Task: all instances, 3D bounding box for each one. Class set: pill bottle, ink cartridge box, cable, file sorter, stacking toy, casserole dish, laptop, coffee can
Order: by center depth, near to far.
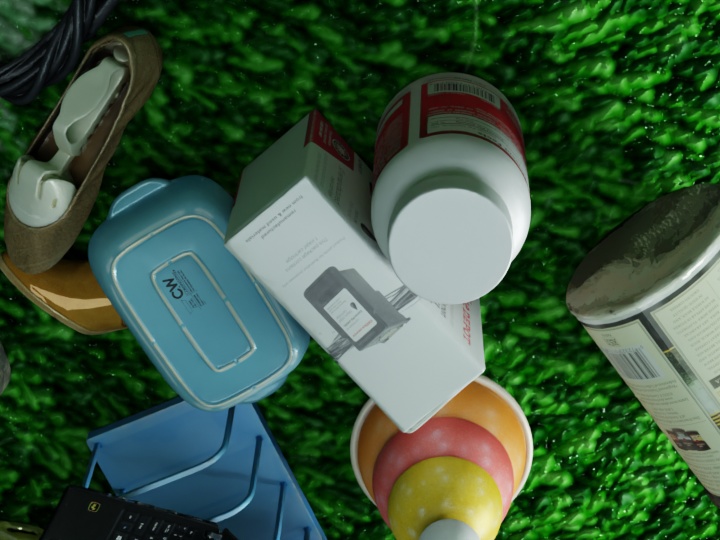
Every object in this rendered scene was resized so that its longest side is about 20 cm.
[{"bbox_3d":[0.063,-0.057,1.426,0.111,0.200,0.113,1,115,2],"label":"pill bottle"},{"bbox_3d":[-0.258,-0.213,1.449,0.163,0.051,0.200,36,111,-13],"label":"cable"},{"bbox_3d":[0.000,0.000,1.484,0.083,0.145,0.200,-38,108,16],"label":"ink cartridge box"},{"bbox_3d":[-0.117,0.024,1.496,0.121,0.039,0.201,-30,113,5],"label":"casserole dish"},{"bbox_3d":[-0.156,0.278,1.500,0.199,0.103,0.178,19,114,-26],"label":"laptop"},{"bbox_3d":[0.267,0.058,1.500,0.146,0.147,0.200,-33,109,16],"label":"coffee can"},{"bbox_3d":[0.061,0.176,1.531,0.145,0.200,0.147,1,115,2],"label":"stacking toy"},{"bbox_3d":[-0.118,0.213,1.597,0.138,0.123,0.201,-22,111,11],"label":"file sorter"}]

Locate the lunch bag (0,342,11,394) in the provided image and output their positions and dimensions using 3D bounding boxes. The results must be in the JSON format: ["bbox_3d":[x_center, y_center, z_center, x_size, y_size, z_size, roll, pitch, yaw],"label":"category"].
[{"bbox_3d":[-0.365,0.058,1.511,0.138,0.168,0.201,-15,113,9],"label":"lunch bag"}]

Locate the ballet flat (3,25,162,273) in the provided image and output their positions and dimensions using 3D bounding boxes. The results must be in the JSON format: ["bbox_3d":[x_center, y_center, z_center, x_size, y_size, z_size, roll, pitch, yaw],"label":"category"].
[{"bbox_3d":[-0.210,-0.090,1.463,0.068,0.072,0.201,34,96,12],"label":"ballet flat"}]

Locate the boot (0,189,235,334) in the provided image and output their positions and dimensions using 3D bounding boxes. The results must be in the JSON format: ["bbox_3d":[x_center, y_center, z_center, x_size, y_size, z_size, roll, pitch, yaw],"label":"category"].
[{"bbox_3d":[-0.158,-0.012,1.534,0.200,0.071,0.145,29,106,-14],"label":"boot"}]

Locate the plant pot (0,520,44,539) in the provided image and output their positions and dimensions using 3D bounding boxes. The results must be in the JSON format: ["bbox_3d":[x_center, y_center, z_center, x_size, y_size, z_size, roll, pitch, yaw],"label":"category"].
[{"bbox_3d":[-0.288,0.312,1.625,0.199,0.200,0.185,27,102,-10],"label":"plant pot"}]
